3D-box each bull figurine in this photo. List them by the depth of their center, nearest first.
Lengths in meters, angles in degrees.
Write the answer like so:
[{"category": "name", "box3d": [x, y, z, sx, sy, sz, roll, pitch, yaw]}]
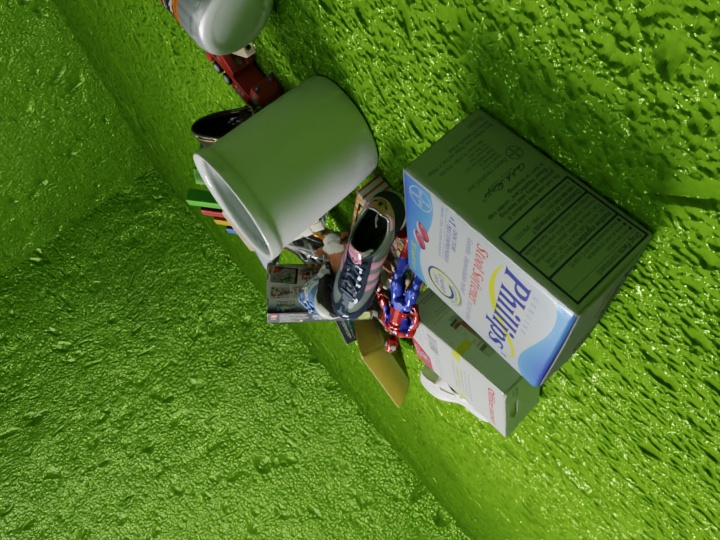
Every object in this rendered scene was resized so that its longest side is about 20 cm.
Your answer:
[{"category": "bull figurine", "box3d": [0.000, 0.000, 0.931, 0.122, 0.065, 0.200, 53, 168, -19]}]

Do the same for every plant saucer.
[{"category": "plant saucer", "box3d": [0.045, 0.153, 1.234, 0.201, 0.048, 0.202, 57, -167, -40]}]

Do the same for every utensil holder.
[{"category": "utensil holder", "box3d": [-0.097, -0.143, 0.800, 0.170, 0.199, 0.170, 47, 165, 16]}]

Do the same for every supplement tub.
[{"category": "supplement tub", "box3d": [-0.210, -0.381, 0.730, 0.200, 0.122, 0.123, 48, 165, 12]}]

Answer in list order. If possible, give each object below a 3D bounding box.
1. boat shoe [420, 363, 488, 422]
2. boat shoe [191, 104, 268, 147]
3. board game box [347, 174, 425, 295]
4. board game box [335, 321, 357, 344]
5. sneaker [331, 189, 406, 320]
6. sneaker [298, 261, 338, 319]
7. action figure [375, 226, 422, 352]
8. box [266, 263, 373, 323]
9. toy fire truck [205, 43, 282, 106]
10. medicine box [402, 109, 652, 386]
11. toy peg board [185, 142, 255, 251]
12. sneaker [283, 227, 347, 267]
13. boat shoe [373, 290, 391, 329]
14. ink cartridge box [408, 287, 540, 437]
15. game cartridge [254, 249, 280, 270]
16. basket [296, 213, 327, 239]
[{"category": "boat shoe", "box3d": [0.177, 0.198, 1.052, 0.199, 0.071, 0.070, 17, 143, 51]}, {"category": "boat shoe", "box3d": [-0.174, -0.222, 0.914, 0.198, 0.073, 0.061, -6, 157, 24]}, {"category": "board game box", "box3d": [0.049, -0.038, 0.908, 0.152, 0.046, 0.200, 49, 165, 9]}, {"category": "board game box", "box3d": [-0.032, 0.073, 1.248, 0.137, 0.028, 0.200, 64, -170, -1]}, {"category": "sneaker", "box3d": [-0.003, -0.015, 0.793, 0.069, 0.203, 0.082, 29, -158, 18]}, {"category": "sneaker", "box3d": [-0.062, 0.049, 0.989, 0.076, 0.077, 0.200, 50, -174, -9]}, {"category": "action figure", "box3d": [0.058, 0.039, 0.814, 0.065, 0.052, 0.202, 23, 131, 18]}, {"category": "box", "box3d": [-0.079, 0.041, 1.108, 0.035, 0.196, 0.112, 101, 166, -55]}, {"category": "toy fire truck", "box3d": [-0.193, -0.344, 0.908, 0.201, 0.049, 0.141, 49, 162, -1]}, {"category": "medicine box", "box3d": [0.144, -0.016, 0.569, 0.200, 0.102, 0.183, 45, 164, 25]}, {"category": "toy peg board", "box3d": [-0.235, -0.167, 1.086, 0.096, 0.204, 0.199, 9, 165, 6]}, {"category": "sneaker", "box3d": [-0.071, -0.037, 1.101, 0.198, 0.078, 0.078, 28, -162, 1]}, {"category": "boat shoe", "box3d": [0.071, 0.086, 1.102, 0.072, 0.076, 0.200, 50, 175, -12]}, {"category": "ink cartridge box", "box3d": [0.168, 0.128, 0.870, 0.200, 0.083, 0.146, 41, 161, 36]}, {"category": "game cartridge", "box3d": [-0.169, -0.118, 1.125, 0.040, 0.203, 0.133, 7, 159, 2]}, {"category": "basket", "box3d": [-0.123, -0.158, 1.002, 0.177, 0.137, 0.202, 61, -170, -46]}]
